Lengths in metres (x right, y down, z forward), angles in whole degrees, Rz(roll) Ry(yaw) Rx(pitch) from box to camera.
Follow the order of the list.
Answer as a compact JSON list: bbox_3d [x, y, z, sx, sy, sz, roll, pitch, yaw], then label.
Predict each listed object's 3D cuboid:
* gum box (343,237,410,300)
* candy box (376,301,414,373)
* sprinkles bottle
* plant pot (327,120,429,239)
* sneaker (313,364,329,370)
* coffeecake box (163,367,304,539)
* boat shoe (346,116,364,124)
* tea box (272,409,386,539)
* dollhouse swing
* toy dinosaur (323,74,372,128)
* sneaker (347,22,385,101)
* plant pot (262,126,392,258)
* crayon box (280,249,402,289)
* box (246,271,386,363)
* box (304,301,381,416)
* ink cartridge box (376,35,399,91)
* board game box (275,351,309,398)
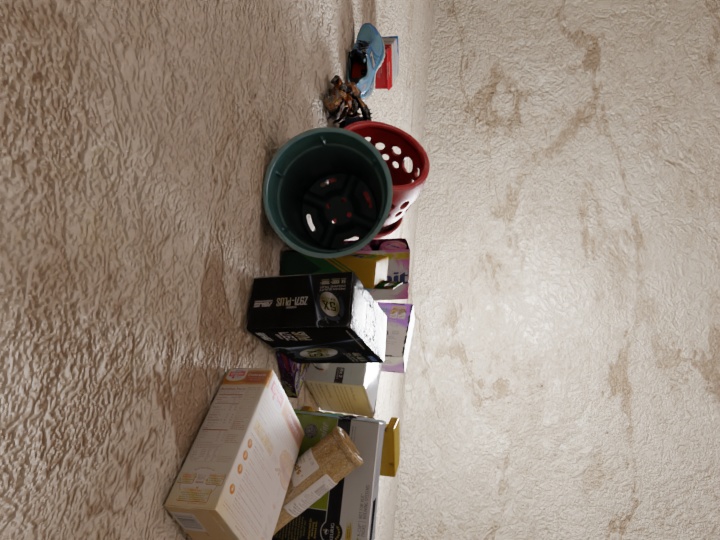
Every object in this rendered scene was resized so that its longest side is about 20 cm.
[{"bbox_3d":[0.000,0.000,1.156,0.066,0.198,0.114,-103,-168,-65],"label":"gum box"},{"bbox_3d":[0.054,0.181,1.535,0.201,0.166,0.072,-73,161,-47],"label":"candy box"},{"bbox_3d":[-0.091,0.317,0.813,0.068,0.200,0.068,52,-3,4],"label":"sprinkles bottle"},{"bbox_3d":[0.022,-0.181,1.161,0.183,0.199,0.201,117,-10,-50],"label":"plant pot"},{"bbox_3d":[-0.048,0.091,1.060,0.076,0.091,0.202,44,51,-73],"label":"sneaker"},{"bbox_3d":[-0.152,0.254,0.728,0.201,0.073,0.154,-73,153,-48],"label":"coffeecake box"},{"bbox_3d":[-0.017,-0.261,1.288,0.084,0.068,0.202,-30,123,-76],"label":"boat shoe"},{"bbox_3d":[-0.067,0.337,0.909,0.134,0.195,0.202,64,32,-75],"label":"tea box"},{"bbox_3d":[-0.011,0.323,1.174,0.176,0.198,0.183,-65,156,-59],"label":"dollhouse swing"},{"bbox_3d":[-0.022,-0.359,1.196,0.200,0.102,0.136,-45,125,-40],"label":"toy dinosaur"},{"bbox_3d":[0.010,-0.511,1.329,0.090,0.078,0.201,51,44,-69],"label":"sneaker"},{"bbox_3d":[-0.046,-0.115,0.937,0.196,0.199,0.202,41,53,-87],"label":"plant pot"},{"bbox_3d":[-0.027,-0.005,0.987,0.127,0.198,0.051,-23,119,-77],"label":"crayon box"},{"bbox_3d":[-0.061,0.083,0.882,0.200,0.163,0.087,56,35,-61],"label":"box"},{"bbox_3d":[-0.027,0.195,1.234,0.200,0.130,0.200,77,20,-56],"label":"box"},{"bbox_3d":[0.065,-0.593,1.588,0.200,0.067,0.117,-69,159,-56],"label":"ink cartridge box"},{"bbox_3d":[-0.111,0.127,1.060,0.201,0.032,0.121,-72,158,-50],"label":"board game box"}]
